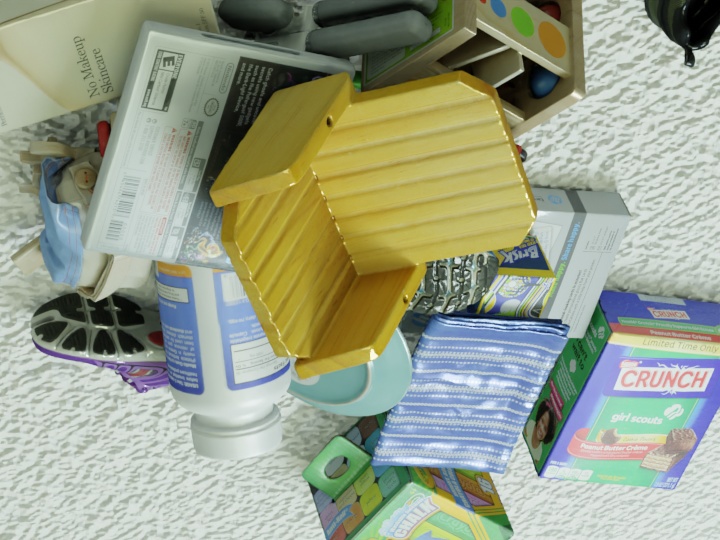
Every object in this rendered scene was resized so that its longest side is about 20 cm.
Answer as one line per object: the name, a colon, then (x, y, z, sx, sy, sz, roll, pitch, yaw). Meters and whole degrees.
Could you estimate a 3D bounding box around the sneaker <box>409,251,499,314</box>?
sneaker: (0.025, -0.024, 1.729, 0.198, 0.090, 0.079, 9, 130, -6)

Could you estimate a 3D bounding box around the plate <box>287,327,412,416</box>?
plate: (-0.046, 0.068, 1.826, 0.199, 0.026, 0.201, 18, 138, 17)

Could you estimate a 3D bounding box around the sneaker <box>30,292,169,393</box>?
sneaker: (-0.213, 0.080, 1.828, 0.199, 0.081, 0.084, 12, 129, -27)

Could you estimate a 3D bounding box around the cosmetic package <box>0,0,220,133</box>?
cosmetic package: (-0.218, -0.196, 1.602, 0.198, 0.073, 0.104, -19, 132, -4)

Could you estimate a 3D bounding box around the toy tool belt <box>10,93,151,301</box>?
toy tool belt: (-0.239, -0.059, 1.669, 0.122, 0.126, 0.201, -5, 146, -10)

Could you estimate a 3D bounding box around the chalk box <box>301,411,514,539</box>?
chalk box: (0.034, 0.230, 1.998, 0.199, 0.124, 0.125, 28, 115, -34)

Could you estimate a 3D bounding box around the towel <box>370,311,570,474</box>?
towel: (0.104, 0.118, 1.862, 0.144, 0.024, 0.201, 5, 129, -20)

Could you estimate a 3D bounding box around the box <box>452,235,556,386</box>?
box: (0.116, 0.061, 1.875, 0.069, 0.065, 0.201, 3, 130, -20)

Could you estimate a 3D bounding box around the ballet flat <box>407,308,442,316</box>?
ballet flat: (0.000, 0.000, 1.802, 0.198, 0.064, 0.076, 12, 165, -5)

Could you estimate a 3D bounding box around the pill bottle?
pill bottle: (-0.120, 0.061, 1.758, 0.111, 0.112, 0.202, -9, 108, -11)

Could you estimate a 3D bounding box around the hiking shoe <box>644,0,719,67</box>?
hiking shoe: (0.325, -0.272, 1.698, 0.075, 0.101, 0.201, 11, 124, -26)

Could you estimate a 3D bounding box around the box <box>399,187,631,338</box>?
box: (0.143, -0.008, 1.895, 0.198, 0.041, 0.157, 3, 128, -19)

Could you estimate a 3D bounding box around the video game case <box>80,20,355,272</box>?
video game case: (-0.117, -0.094, 1.605, 0.180, 0.023, 0.201, 9, 117, -24)

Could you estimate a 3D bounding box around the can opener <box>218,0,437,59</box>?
can opener: (-0.030, -0.200, 1.608, 0.199, 0.053, 0.066, -3, 157, 34)

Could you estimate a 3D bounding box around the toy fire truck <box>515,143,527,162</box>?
toy fire truck: (0.070, -0.073, 1.714, 0.140, 0.049, 0.200, 17, 164, 8)

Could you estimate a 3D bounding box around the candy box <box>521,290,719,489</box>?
candy box: (0.281, 0.124, 2.025, 0.168, 0.077, 0.201, 7, 124, -22)

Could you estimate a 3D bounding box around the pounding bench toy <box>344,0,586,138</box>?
pounding bench toy: (0.076, -0.179, 1.674, 0.155, 0.125, 0.199, 25, 142, -34)

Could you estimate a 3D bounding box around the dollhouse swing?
dollhouse swing: (0.020, -0.037, 1.562, 0.174, 0.182, 0.201, 1, 132, 29)
